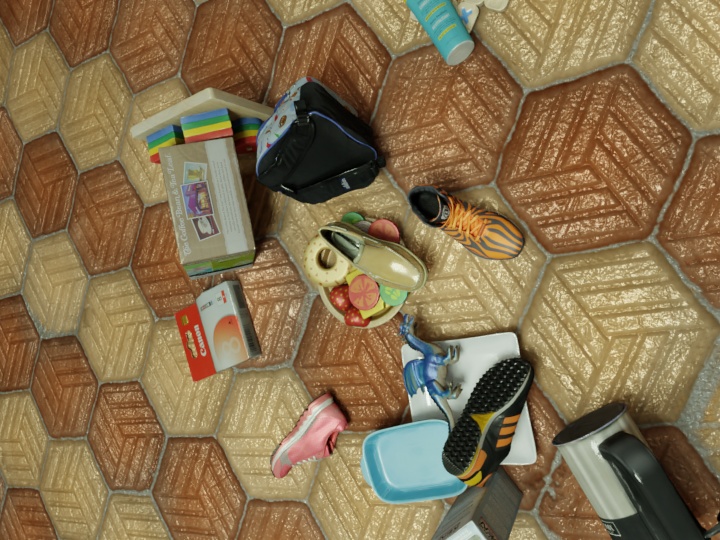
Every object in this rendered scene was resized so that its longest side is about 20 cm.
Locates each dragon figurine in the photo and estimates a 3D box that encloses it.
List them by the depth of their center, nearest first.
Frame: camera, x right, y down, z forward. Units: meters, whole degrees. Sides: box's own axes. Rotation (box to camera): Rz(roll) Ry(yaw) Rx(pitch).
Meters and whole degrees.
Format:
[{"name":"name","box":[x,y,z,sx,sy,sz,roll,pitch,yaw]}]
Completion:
[{"name":"dragon figurine","box":[0.106,0.170,0.829,0.098,0.058,0.205,-7,80,30]}]

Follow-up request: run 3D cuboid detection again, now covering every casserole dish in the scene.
[{"name":"casserole dish","box":[0.092,0.309,0.856,0.197,0.039,0.124,-20,83,27]}]

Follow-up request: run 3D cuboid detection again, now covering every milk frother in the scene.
[{"name":"milk frother","box":[0.403,0.266,0.696,0.197,0.181,0.191,-25,77,-20]}]

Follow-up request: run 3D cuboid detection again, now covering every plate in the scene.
[{"name":"plate","box":[0.174,0.210,0.850,0.196,0.032,0.205,-11,86,26]}]

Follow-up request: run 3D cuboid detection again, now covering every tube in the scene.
[{"name":"tube","box":[0.117,-0.430,0.851,0.077,0.050,0.203,-31,74,18]}]

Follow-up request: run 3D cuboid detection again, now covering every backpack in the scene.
[{"name":"backpack","box":[-0.089,-0.214,0.894,0.189,0.198,0.157,-34,46,30]}]

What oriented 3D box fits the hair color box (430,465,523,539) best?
[{"name":"hair color box","box":[0.169,0.370,0.761,0.099,0.199,0.061,-46,73,19]}]

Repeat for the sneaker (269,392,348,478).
[{"name":"sneaker","box":[-0.096,0.326,0.964,0.086,0.073,0.202,40,107,18]}]

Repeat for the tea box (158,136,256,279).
[{"name":"tea box","box":[-0.277,-0.106,0.961,0.131,0.197,0.205,-12,85,-14]}]

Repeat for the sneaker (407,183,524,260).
[{"name":"sneaker","box":[0.154,-0.073,0.810,0.197,0.111,0.079,27,102,23]}]

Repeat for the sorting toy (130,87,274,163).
[{"name":"sorting toy","box":[-0.280,-0.251,0.976,0.195,0.199,0.071,-15,89,25]}]

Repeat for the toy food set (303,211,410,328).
[{"name":"toy food set","box":[0.000,0.000,0.924,0.196,0.048,0.203,-30,77,24]}]

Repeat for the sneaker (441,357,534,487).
[{"name":"sneaker","box":[0.203,0.228,0.782,0.202,0.090,0.070,-54,33,-9]}]

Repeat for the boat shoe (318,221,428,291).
[{"name":"boat shoe","box":[0.014,-0.021,0.848,0.197,0.076,0.073,25,101,23]}]

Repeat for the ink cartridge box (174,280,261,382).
[{"name":"ink cartridge box","box":[-0.312,0.130,1.082,0.197,0.050,0.165,-23,80,22]}]

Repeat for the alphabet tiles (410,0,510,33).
[{"name":"alphabet tiles","box":[0.166,-0.495,0.851,0.198,0.015,0.199,28,106,24]}]
